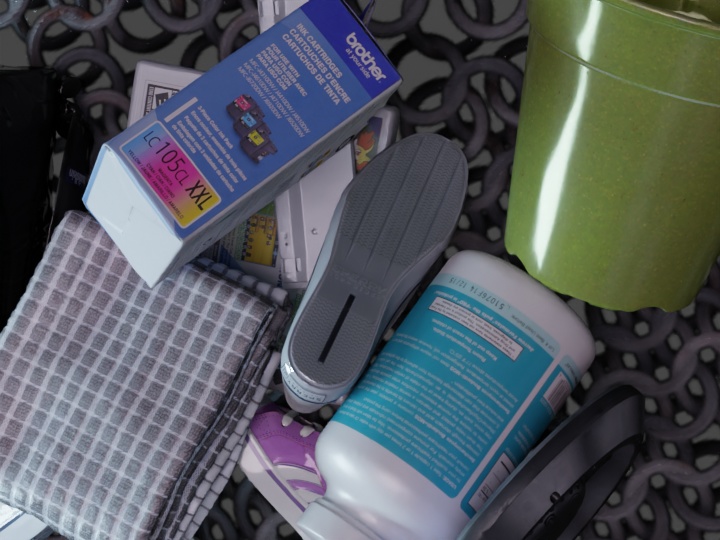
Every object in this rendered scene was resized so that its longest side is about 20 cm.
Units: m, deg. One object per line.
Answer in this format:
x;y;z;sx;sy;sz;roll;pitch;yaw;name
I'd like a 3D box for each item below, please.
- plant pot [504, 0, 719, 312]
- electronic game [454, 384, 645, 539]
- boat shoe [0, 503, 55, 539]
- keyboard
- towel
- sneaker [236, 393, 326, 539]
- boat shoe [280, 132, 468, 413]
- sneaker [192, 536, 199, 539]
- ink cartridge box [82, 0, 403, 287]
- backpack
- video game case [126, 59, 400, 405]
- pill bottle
0.167;-0.084;1.098;0.200;0.200;0.190;20;115;13;plant pot
0.101;0.147;1.124;0.042;0.200;0.200;41;106;19;electronic game
-0.222;0.134;1.287;0.202;0.075;0.086;-36;83;27;boat shoe
-0.032;-0.087;1.210;0.056;0.011;0.201;-4;96;11;keyboard
-0.151;0.073;1.183;0.165;0.086;0.200;24;85;23;towel
-0.005;0.124;1.225;0.114;0.073;0.201;-41;91;8;sneaker
0.000;0.000;1.177;0.073;0.067;0.200;34;64;0;boat shoe
-0.133;0.264;1.269;0.074;0.079;0.201;-5;94;18;sneaker
-0.060;-0.086;1.118;0.200;0.136;0.076;-36;89;-19;ink cartridge box
-0.267;-0.034;1.241;0.126;0.167;0.201;9;103;35;backpack
-0.077;-0.026;1.245;0.182;0.022;0.200;12;99;14;video game case
0.047;0.094;1.142;0.111;0.111;0.200;35;77;9;pill bottle
